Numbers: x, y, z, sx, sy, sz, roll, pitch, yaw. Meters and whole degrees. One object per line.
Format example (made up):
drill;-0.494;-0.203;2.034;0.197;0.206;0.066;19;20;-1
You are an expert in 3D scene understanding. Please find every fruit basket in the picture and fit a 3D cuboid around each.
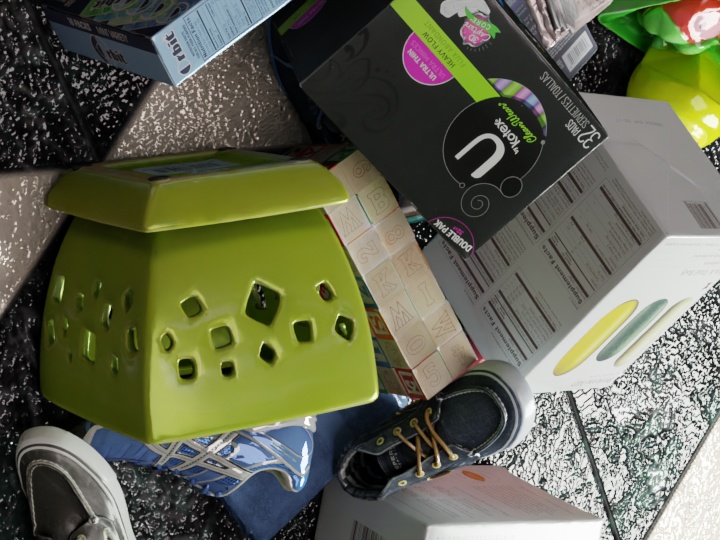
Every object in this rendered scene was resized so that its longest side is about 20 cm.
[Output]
fruit basket;0.306;-0.183;1.726;0.214;0.155;0.218;3;85;-41

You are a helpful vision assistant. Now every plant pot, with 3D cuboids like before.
plant pot;-0.119;0.009;1.437;0.198;0.198;0.184;-10;103;-32

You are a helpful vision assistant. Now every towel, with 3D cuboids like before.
towel;0.140;-0.288;1.535;0.202;0.032;0.191;66;23;-11
towel;-0.045;0.125;1.612;0.200;0.048;0.112;-44;124;-18

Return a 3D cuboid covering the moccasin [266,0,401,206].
moccasin;-0.008;-0.134;1.547;0.080;0.068;0.201;-38;120;-21

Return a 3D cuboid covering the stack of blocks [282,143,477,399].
stack of blocks;0.000;0.000;1.540;0.058;0.115;0.201;-36;109;-24

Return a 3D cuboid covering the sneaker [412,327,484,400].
sneaker;0.135;0.068;1.701;0.199;0.087;0.074;-32;121;-24

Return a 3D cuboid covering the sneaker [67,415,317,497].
sneaker;-0.128;0.137;1.504;0.198;0.076;0.078;-2;85;-10

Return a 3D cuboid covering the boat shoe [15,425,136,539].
boat shoe;-0.211;0.209;1.489;0.064;0.070;0.201;-75;148;-54

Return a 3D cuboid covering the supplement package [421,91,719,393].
supplement package;0.187;-0.020;1.588;0.151;0.151;0.200;-1;141;-49

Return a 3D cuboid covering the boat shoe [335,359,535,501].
boat shoe;0.058;0.136;1.551;0.090;0.200;0.071;-27;85;-34

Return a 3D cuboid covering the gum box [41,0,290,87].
gum box;-0.106;-0.216;1.388;0.200;0.169;0.045;-39;123;-21

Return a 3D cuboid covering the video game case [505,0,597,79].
video game case;0.107;-0.211;1.572;0.143;0.019;0.201;-47;124;-21

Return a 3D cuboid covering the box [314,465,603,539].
box;0.081;0.241;1.673;0.198;0.152;0.108;5;101;-36

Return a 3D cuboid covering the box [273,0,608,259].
box;0.058;-0.142;1.443;0.148;0.125;0.200;-41;119;10

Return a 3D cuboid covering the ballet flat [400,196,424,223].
ballet flat;0.096;-0.079;1.652;0.199;0.069;0.070;-8;109;-38
